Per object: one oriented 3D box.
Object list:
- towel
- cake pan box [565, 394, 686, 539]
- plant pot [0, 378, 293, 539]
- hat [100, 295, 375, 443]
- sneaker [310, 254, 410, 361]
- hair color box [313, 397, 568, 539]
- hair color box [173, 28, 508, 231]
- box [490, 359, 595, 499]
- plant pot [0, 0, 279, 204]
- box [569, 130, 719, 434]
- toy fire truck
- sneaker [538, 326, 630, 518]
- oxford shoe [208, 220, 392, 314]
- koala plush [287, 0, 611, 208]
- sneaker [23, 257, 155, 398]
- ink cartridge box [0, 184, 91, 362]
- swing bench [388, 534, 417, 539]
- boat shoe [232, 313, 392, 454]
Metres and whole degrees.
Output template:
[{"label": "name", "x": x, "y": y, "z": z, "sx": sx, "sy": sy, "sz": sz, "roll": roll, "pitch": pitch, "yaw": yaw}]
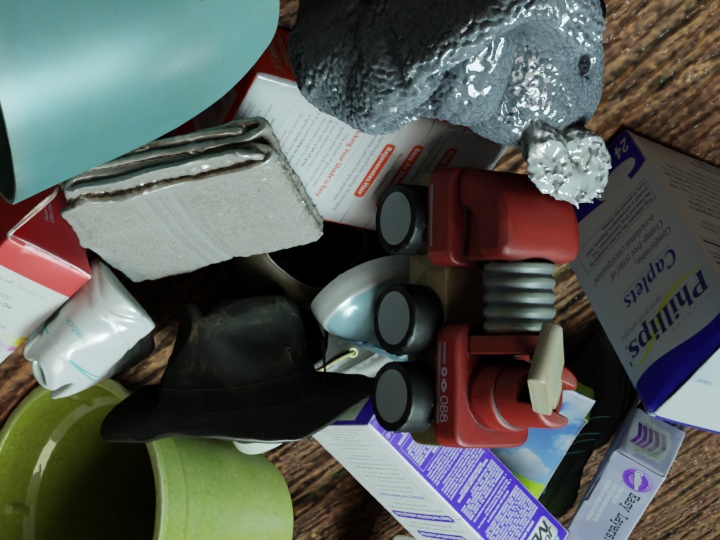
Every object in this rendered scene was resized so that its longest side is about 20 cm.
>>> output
[{"label": "towel", "x": -0.097, "y": -0.036, "z": 0.909, "sx": 0.131, "sy": 0.035, "sz": 0.200, "roll": -12, "pitch": 166, "yaw": 5}, {"label": "cake pan box", "x": 0.236, "y": 0.151, "z": 1.280, "sx": 0.052, "sy": 0.184, "sz": 0.201, "roll": 27, "pitch": 137, "yaw": 10}, {"label": "plant pot", "x": -0.155, "y": 0.189, "z": 1.151, "sx": 0.200, "sy": 0.201, "sz": 0.184, "roll": -44, "pitch": 146, "yaw": 23}, {"label": "hat", "x": -0.082, "y": 0.056, "z": 1.012, "sx": 0.199, "sy": 0.200, "sz": 0.082, "roll": -7, "pitch": 99, "yaw": -18}, {"label": "sneaker", "x": 0.052, "y": 0.046, "z": 1.054, "sx": 0.199, "sy": 0.082, "sz": 0.074, "roll": 11, "pitch": 127, "yaw": -47}, {"label": "hair color box", "x": 0.059, "y": 0.164, "z": 1.200, "sx": 0.200, "sy": 0.109, "sz": 0.065, "roll": 48, "pitch": 64, "yaw": -18}, {"label": "hair color box", "x": -0.011, "y": -0.088, "z": 1.004, "sx": 0.199, "sy": 0.061, "sz": 0.102, "roll": 12, "pitch": 128, "yaw": -32}, {"label": "box", "x": 0.108, "y": 0.137, "z": 1.262, "sx": 0.121, "sy": 0.048, "sz": 0.201, "roll": 25, "pitch": 129, "yaw": 2}, {"label": "plant pot", "x": -0.138, "y": -0.155, "z": 0.786, "sx": 0.160, "sy": 0.201, "sz": 0.201, "roll": -20, "pitch": 140, "yaw": -19}, {"label": "box", "x": 0.265, "y": 0.018, "z": 1.133, "sx": 0.183, "sy": 0.201, "sz": 0.105, "roll": 16, "pitch": 127, "yaw": -36}, {"label": "toy fire truck", "x": 0.089, "y": 0.023, "z": 0.930, "sx": 0.128, "sy": 0.178, "sz": 0.199, "roll": 4, "pitch": 176, "yaw": -35}, {"label": "sneaker", "x": 0.170, "y": 0.131, "z": 1.306, "sx": 0.079, "sy": 0.076, "sz": 0.201, "roll": 15, "pitch": 118, "yaw": -12}, {"label": "oxford shoe", "x": 0.000, "y": 0.000, "z": 1.073, "sx": 0.199, "sy": 0.073, "sz": 0.084, "roll": 4, "pitch": 165, "yaw": -31}, {"label": "koala plush", "x": 0.076, "y": -0.137, "z": 0.919, "sx": 0.183, "sy": 0.178, "sz": 0.200, "roll": -37, "pitch": 142, "yaw": 22}, {"label": "sneaker", "x": -0.184, "y": 0.043, "z": 1.000, "sx": 0.080, "sy": 0.070, "sz": 0.200, "roll": -42, "pitch": 178, "yaw": -10}, {"label": "ink cartridge box", "x": -0.237, "y": -0.011, "z": 0.941, "sx": 0.200, "sy": 0.117, "sz": 0.067, "roll": -40, "pitch": 135, "yaw": 20}, {"label": "swing bench", "x": -0.018, "y": 0.315, "z": 1.316, "sx": 0.199, "sy": 0.131, "sz": 0.199, "roll": -15, "pitch": 165, "yaw": -28}, {"label": "boat shoe", "x": -0.022, "y": 0.060, "z": 1.142, "sx": 0.201, "sy": 0.072, "sz": 0.061, "roll": -34, "pitch": 125, "yaw": -4}]
